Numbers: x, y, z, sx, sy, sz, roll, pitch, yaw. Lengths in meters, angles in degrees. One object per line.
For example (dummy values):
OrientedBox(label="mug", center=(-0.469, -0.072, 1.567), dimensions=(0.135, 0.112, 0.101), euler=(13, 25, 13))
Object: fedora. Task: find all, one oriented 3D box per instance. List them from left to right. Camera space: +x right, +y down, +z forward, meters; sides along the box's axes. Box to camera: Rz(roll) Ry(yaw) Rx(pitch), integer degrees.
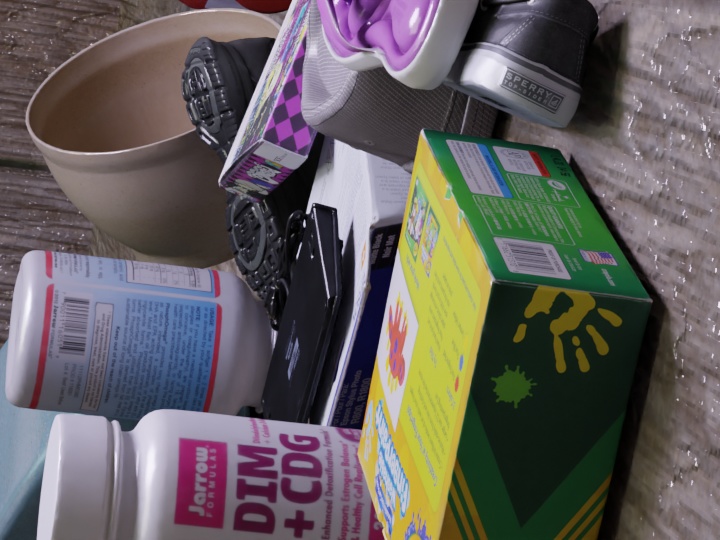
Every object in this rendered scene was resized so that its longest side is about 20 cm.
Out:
OrientedBox(label="fedora", center=(0.017, -0.119, 1.543), dimensions=(0.200, 0.090, 0.178), euler=(-147, 64, -79))

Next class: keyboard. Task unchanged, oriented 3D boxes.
OrientedBox(label="keyboard", center=(-0.035, 0.032, 1.712), dimensions=(0.200, 0.021, 0.127), euler=(108, 158, -51))

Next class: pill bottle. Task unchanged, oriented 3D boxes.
OrientedBox(label="pill bottle", center=(-0.138, 0.050, 1.978), dimensions=(0.109, 0.199, 0.109), euler=(-173, 90, -80))
OrientedBox(label="pill bottle", center=(-0.070, 0.135, 1.559), dimensions=(0.113, 0.199, 0.114), euler=(-174, 90, -79))

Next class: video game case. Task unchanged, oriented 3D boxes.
OrientedBox(label="video game case", center=(-0.027, -0.150, 1.816), dimensions=(0.181, 0.036, 0.201), euler=(144, 148, -76))

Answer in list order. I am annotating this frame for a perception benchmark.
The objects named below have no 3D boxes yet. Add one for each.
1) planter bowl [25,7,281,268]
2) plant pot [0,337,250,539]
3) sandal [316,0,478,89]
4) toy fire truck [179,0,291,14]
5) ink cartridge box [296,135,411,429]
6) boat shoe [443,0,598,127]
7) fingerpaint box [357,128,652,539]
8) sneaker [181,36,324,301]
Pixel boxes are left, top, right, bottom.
OrientedBox(label="planter bowl", center=(-0.131, -0.085, 2.127), dimensions=(0.200, 0.200, 0.135), euler=(-101, -6, -59))
OrientedBox(label="plant pot", center=(-0.172, 0.116, 2.182), dimensions=(0.200, 0.196, 0.196), euler=(121, 155, -47))
OrientedBox(label="sandal", center=(0.008, -0.137, 1.379), dimensions=(0.083, 0.050, 0.203), euler=(-67, 19, 3))
OrientedBox(label="toy fire truck", center=(-0.113, -0.283, 2.141), dimensions=(0.112, 0.167, 0.200), euler=(-95, 16, -49))
OrientedBox(label="ink cartridge box", center=(0.000, 0.000, 1.698), dimensions=(0.200, 0.040, 0.200), euler=(105, 166, -48))
OrientedBox(label="boat shoe", center=(0.068, -0.111, 1.353), dimensions=(0.200, 0.070, 0.066), euler=(-140, 75, -81))
OrientedBox(label="fingerpaint box", center=(0.059, 0.050, 1.263), dimensions=(0.200, 0.073, 0.167), euler=(-111, 30, -69))
OrientedBox(label="sneaker", center=(-0.050, -0.068, 1.941), dimensions=(0.076, 0.091, 0.201), euler=(-26, 78, 61))
